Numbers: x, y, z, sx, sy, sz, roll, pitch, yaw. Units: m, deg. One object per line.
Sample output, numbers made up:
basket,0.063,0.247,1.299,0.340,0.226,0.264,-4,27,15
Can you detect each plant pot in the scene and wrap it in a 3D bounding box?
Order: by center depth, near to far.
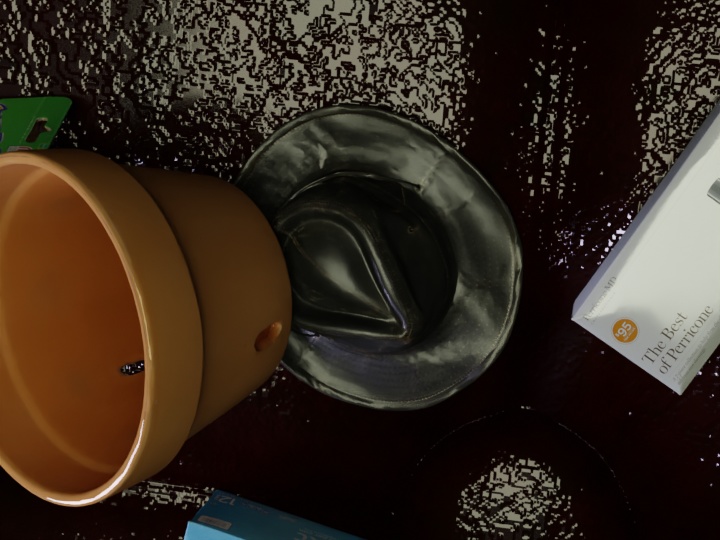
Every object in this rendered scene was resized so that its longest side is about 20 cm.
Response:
plant pot,-0.134,0.021,0.925,0.199,0.140,0.202,14,111,41

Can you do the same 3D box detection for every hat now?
hat,0.000,0.000,0.959,0.199,0.081,0.202,2,101,10

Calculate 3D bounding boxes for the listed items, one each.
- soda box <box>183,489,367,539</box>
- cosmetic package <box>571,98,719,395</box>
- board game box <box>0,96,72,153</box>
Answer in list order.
soda box,-0.017,0.211,1.015,0.199,0.064,0.068,18,104,8
cosmetic package,0.213,-0.033,0.925,0.082,0.051,0.201,34,106,4
board game box,-0.284,-0.075,0.987,0.198,0.096,0.030,-4,122,8
